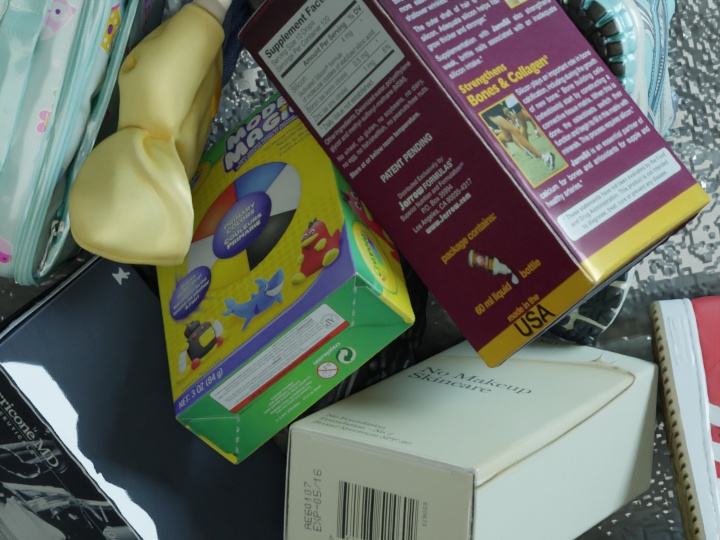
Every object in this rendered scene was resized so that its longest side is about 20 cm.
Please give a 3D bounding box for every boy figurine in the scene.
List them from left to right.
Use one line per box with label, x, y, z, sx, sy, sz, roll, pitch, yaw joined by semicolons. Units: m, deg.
boy figurine;-0.083;-0.084;1.229;0.064;0.200;0.125;20;136;0

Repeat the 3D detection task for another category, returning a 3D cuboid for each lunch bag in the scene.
lunch bag;-0.152;-0.090;1.254;0.077;0.160;0.201;16;100;1

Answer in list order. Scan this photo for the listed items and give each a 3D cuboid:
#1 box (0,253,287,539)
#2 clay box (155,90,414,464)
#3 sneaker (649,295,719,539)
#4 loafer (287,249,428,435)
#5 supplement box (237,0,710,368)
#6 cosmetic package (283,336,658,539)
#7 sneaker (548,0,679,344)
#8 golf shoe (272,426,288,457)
box;-0.137;0.120;1.277;0.200;0.104;0.182;51;136;-6
clay box;-0.044;-0.014;1.236;0.115;0.200;0.048;-39;124;18
sneaker;0.214;0.101;1.283;0.112;0.071;0.201;-8;68;1
loafer;0.000;0.000;1.285;0.070;0.068;0.201;11;70;23
supplement box;0.053;-0.071;1.202;0.200;0.110;0.086;53;133;5
cosmetic package;0.057;0.092;1.242;0.103;0.200;0.073;11;108;27
sneaker;0.126;-0.056;1.288;0.077;0.086;0.201;26;127;30
golf shoe;-0.043;0.079;1.324;0.097;0.078;0.201;-26;77;42
